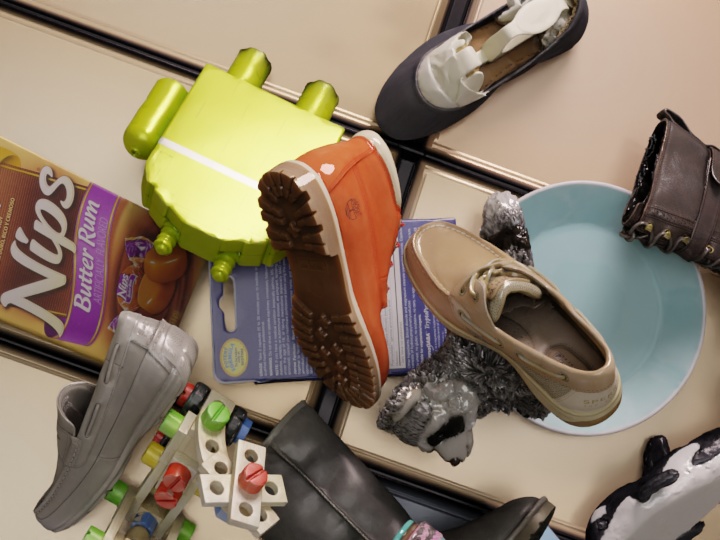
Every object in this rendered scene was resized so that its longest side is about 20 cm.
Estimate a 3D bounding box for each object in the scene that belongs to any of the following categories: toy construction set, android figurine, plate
[{"bbox_3d":[-0.131,0.160,0.865,0.092,0.199,0.132,43,38,-15],"label":"toy construction set"},{"bbox_3d":[-0.089,-0.079,0.920,0.180,0.041,0.202,24,55,-3],"label":"android figurine"},{"bbox_3d":[0.177,0.030,0.974,0.197,0.026,0.204,1,83,-5],"label":"plate"}]

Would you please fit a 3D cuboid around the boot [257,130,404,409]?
[{"bbox_3d":[0.000,0.000,0.885,0.107,0.074,0.203,-36,125,-39],"label":"boot"}]

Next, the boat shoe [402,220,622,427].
[{"bbox_3d":[0.101,0.021,0.838,0.072,0.065,0.200,-35,56,-14],"label":"boat shoe"}]

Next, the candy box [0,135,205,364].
[{"bbox_3d":[-0.217,-0.008,0.885,0.199,0.056,0.118,27,80,-33],"label":"candy box"}]

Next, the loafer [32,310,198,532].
[{"bbox_3d":[-0.190,0.109,0.880,0.069,0.070,0.201,32,113,-11],"label":"loafer"}]

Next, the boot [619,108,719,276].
[{"bbox_3d":[0.277,-0.008,0.950,0.172,0.069,0.203,18,71,-16],"label":"boot"}]

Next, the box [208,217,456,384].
[{"bbox_3d":[-0.020,0.023,0.947,0.197,0.032,0.123,-2,83,-13],"label":"box"}]

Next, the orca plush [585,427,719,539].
[{"bbox_3d":[0.245,0.145,0.940,0.200,0.105,0.071,-49,44,17],"label":"orca plush"}]

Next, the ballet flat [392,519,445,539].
[{"bbox_3d":[0.000,0.257,0.832,0.071,0.069,0.200,44,110,12],"label":"ballet flat"}]

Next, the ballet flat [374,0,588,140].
[{"bbox_3d":[0.098,-0.174,0.971,0.198,0.073,0.074,-31,86,-7],"label":"ballet flat"}]

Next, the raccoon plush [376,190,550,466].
[{"bbox_3d":[0.069,0.046,0.919,0.132,0.097,0.202,-7,54,-3],"label":"raccoon plush"}]

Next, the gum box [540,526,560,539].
[{"bbox_3d":[0.109,0.309,0.924,0.200,0.045,0.170,-41,87,-9],"label":"gum box"}]

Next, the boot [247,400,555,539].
[{"bbox_3d":[0.020,0.174,0.906,0.181,0.073,0.200,-41,67,-8],"label":"boot"}]
